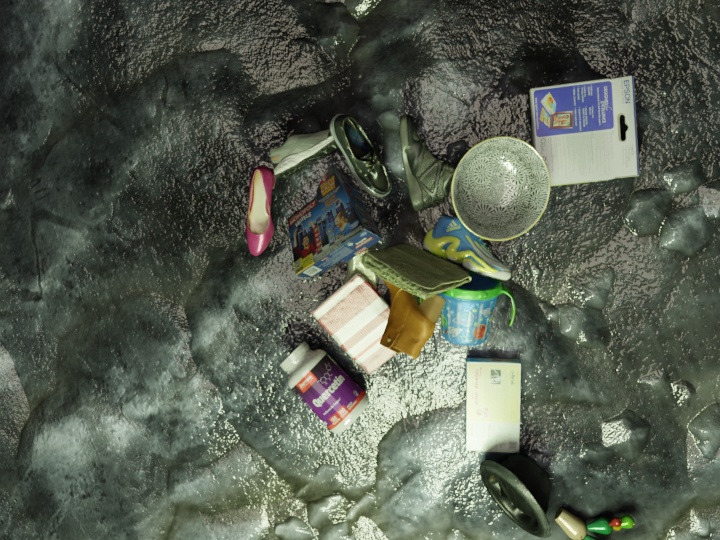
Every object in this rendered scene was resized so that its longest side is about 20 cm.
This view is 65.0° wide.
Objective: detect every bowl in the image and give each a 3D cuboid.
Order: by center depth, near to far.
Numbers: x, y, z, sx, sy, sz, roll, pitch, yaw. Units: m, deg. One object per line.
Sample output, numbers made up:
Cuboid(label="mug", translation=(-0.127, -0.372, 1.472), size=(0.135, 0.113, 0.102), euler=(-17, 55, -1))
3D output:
Cuboid(label="bowl", translation=(0.272, -0.168, 1.150), size=(0.199, 0.094, 0.203), euler=(-1, 102, -4))

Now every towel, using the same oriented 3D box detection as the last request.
Cuboid(label="towel", translation=(0.110, -0.004, 1.144), size=(0.199, 0.148, 0.037), euler=(29, 123, 42))
Cuboid(label="towel", translation=(0.007, 0.119, 1.245), size=(0.144, 0.023, 0.200), euler=(-39, 104, 10))

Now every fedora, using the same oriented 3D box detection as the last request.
Cuboid(label="fedora", translation=(0.348, 0.462, 1.201), size=(0.091, 0.201, 0.201), euler=(-38, 89, -22))

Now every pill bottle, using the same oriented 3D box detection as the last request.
Cuboid(label="pill bottle", translation=(-0.083, 0.255, 1.254), size=(0.200, 0.112, 0.112), euler=(45, 101, 2))

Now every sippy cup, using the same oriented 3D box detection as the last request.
Cuboid(label="sippy cup", translation=(0.222, 0.082, 1.183), size=(0.177, 0.139, 0.132), euler=(21, 115, 47))

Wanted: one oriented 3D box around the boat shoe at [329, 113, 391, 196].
Cuboid(label="boat shoe", translation=(0.006, -0.236, 1.179), size=(0.069, 0.057, 0.200), euler=(-43, 114, -13))

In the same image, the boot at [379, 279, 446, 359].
Cuboid(label="boot", translation=(0.074, 0.087, 1.165), size=(0.201, 0.071, 0.145), euler=(29, 86, 47))

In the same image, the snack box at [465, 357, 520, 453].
Cuboid(label="snack box", translation=(0.288, 0.294, 1.235), size=(0.115, 0.037, 0.202), euler=(1, 96, 9))

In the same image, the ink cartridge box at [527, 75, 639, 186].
Cuboid(label="ink cartridge box", translation=(0.448, -0.277, 1.145), size=(0.198, 0.047, 0.200), euler=(-4, 94, 8))

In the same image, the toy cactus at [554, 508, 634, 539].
Cuboid(label="toy cactus", translation=(0.491, 0.587, 1.214), size=(0.165, 0.102, 0.201), euler=(38, 109, 14))

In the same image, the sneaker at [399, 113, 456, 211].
Cuboid(label="sneaker", translation=(0.143, -0.235, 1.185), size=(0.113, 0.076, 0.201), euler=(-14, 97, 9))

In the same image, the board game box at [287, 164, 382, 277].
Cuboid(label="board game box", translation=(-0.063, -0.111, 1.208), size=(0.199, 0.061, 0.201), euler=(-31, 55, 30))

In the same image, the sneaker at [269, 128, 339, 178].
Cuboid(label="sneaker", translation=(-0.111, -0.276, 1.224), size=(0.199, 0.074, 0.080), euler=(-25, 86, 11))

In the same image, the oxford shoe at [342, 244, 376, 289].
Cuboid(label="oxford shoe", translation=(0.000, 0.000, 1.245), size=(0.074, 0.058, 0.202), euler=(4, 112, -7))

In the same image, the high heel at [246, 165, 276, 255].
Cuboid(label="high heel", translation=(-0.226, -0.129, 1.244), size=(0.067, 0.096, 0.202), euler=(17, 98, 7))

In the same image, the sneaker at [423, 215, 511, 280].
Cuboid(label="sneaker", translation=(0.231, -0.057, 1.174), size=(0.199, 0.076, 0.106), euler=(24, 93, 21))
